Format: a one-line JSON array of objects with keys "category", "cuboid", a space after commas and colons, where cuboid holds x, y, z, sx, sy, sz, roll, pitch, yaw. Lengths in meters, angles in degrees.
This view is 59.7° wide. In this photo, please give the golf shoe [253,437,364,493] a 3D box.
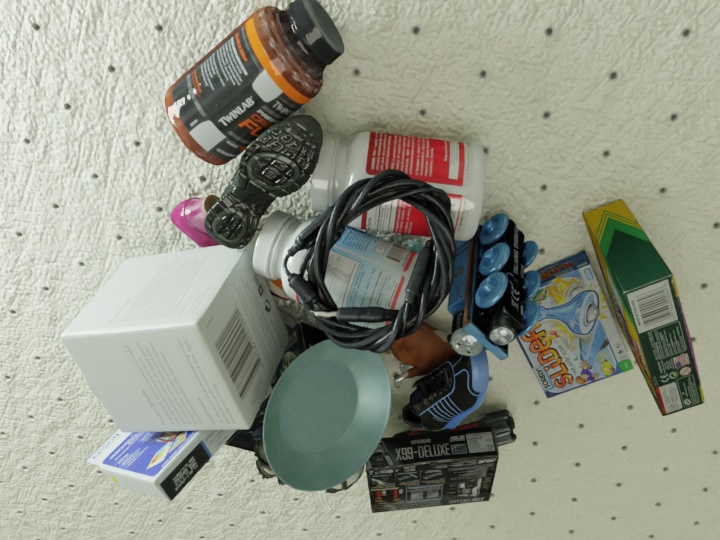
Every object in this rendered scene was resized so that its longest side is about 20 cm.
[{"category": "golf shoe", "cuboid": [-0.053, 0.257, 0.891, 0.198, 0.078, 0.095, 19, 116, -43]}]

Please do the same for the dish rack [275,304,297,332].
[{"category": "dish rack", "cuboid": [-0.197, 0.080, 0.928, 0.198, 0.044, 0.172, 32, 121, -16]}]

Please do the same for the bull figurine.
[{"category": "bull figurine", "cuboid": [0.077, 0.115, 0.906, 0.199, 0.066, 0.121, 36, 122, -27]}]

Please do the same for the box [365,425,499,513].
[{"category": "box", "cuboid": [0.106, 0.309, 0.962, 0.194, 0.051, 0.160, -6, 137, 0]}]

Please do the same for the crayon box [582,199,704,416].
[{"category": "crayon box", "cuboid": [0.346, 0.042, 0.775, 0.057, 0.174, 0.202, -21, 120, 15]}]

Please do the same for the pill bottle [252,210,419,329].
[{"category": "pill bottle", "cuboid": [-0.026, 0.000, 0.763, 0.196, 0.109, 0.111, 22, 125, 10]}]

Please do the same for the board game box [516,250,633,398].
[{"category": "board game box", "cuboid": [0.290, 0.083, 0.891, 0.133, 0.035, 0.202, -24, 118, 19]}]

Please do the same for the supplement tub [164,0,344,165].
[{"category": "supplement tub", "cuboid": [-0.114, -0.210, 0.688, 0.198, 0.108, 0.107, -31, 117, 23]}]

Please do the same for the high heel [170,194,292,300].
[{"category": "high heel", "cuboid": [-0.168, -0.023, 0.856, 0.095, 0.069, 0.199, -8, 141, 44]}]

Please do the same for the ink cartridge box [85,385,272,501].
[{"category": "ink cartridge box", "cuboid": [-0.246, 0.211, 0.852, 0.197, 0.198, 0.048, -10, 119, 45]}]

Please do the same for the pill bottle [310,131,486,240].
[{"category": "pill bottle", "cuboid": [0.042, -0.102, 0.742, 0.195, 0.113, 0.114, 7, 125, 1]}]

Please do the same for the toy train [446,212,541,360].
[{"category": "toy train", "cuboid": [0.156, 0.020, 0.767, 0.086, 0.202, 0.114, 36, 131, -20]}]

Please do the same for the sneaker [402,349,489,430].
[{"category": "sneaker", "cuboid": [0.114, 0.168, 0.863, 0.076, 0.071, 0.202, 2, 142, -12]}]

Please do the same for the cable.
[{"category": "cable", "cuboid": [0.021, -0.009, 0.673, 0.198, 0.051, 0.165, -37, 85, 9]}]

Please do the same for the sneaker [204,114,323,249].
[{"category": "sneaker", "cuboid": [-0.113, -0.115, 0.731, 0.076, 0.092, 0.199, 38, 125, -21]}]

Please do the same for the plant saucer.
[{"category": "plant saucer", "cuboid": [-0.047, 0.182, 0.818, 0.197, 0.038, 0.207, -8, 104, -35]}]

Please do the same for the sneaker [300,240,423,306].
[{"category": "sneaker", "cuboid": [0.000, 0.000, 0.850, 0.194, 0.078, 0.088, -6, 110, 2]}]

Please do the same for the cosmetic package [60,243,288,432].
[{"category": "cosmetic package", "cuboid": [-0.224, 0.086, 0.795, 0.195, 0.166, 0.168, -5, 123, 19]}]

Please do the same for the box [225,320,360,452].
[{"category": "box", "cuboid": [-0.084, 0.189, 0.932, 0.162, 0.087, 0.200, 28, 122, -37]}]

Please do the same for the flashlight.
[{"category": "flashlight", "cuboid": [0.149, 0.275, 1.010, 0.196, 0.069, 0.068, -19, 132, 20]}]
